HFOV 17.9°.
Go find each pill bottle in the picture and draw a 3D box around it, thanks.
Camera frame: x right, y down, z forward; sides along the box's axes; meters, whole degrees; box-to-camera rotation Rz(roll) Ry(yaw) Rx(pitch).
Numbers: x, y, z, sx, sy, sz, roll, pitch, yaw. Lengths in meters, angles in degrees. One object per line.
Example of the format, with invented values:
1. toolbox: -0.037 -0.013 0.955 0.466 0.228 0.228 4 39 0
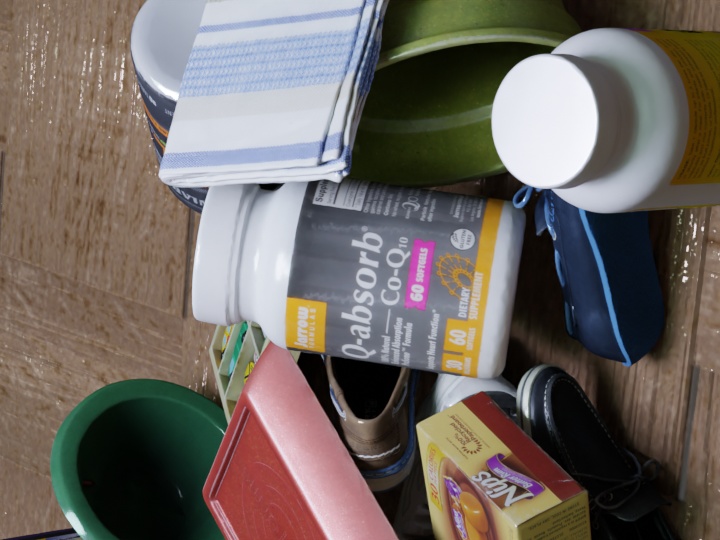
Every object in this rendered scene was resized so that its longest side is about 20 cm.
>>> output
1. pill bottle: 0.000 0.000 1.451 0.200 0.116 0.117 8 103 5
2. pill bottle: 0.164 -0.086 1.304 0.104 0.200 0.104 4 96 41
3. pill bottle: -0.087 -0.102 1.516 0.106 0.106 0.200 57 169 26

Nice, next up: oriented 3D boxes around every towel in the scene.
1. towel: -0.042 -0.141 1.372 0.147 0.024 0.200 -2 64 38

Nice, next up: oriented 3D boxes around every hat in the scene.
1. hat: -0.177 0.191 1.749 0.166 0.200 0.176 41 135 3

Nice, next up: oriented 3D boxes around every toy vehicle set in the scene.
1. toy vehicle set: -0.060 0.009 1.642 0.124 0.026 0.200 -113 38 -58

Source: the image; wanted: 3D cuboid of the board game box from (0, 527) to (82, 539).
1. board game box: -0.182 0.241 1.735 0.200 0.165 0.057 7 99 47

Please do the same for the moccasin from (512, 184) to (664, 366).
1. moccasin: 0.132 -0.032 1.406 0.068 0.080 0.200 12 119 42

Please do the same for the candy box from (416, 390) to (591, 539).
1. candy box: 0.097 0.188 1.443 0.117 0.056 0.200 45 151 45

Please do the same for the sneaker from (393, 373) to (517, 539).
1. sneaker: 0.062 0.138 1.546 0.081 0.075 0.200 -110 31 -53

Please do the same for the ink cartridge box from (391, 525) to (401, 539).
1. ink cartridge box: -0.021 0.173 1.565 0.200 0.037 0.095 52 150 29

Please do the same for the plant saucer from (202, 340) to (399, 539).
1. plant saucer: -0.043 0.175 1.533 0.200 0.037 0.200 59 153 22

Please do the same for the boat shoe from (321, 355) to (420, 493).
1. boat shoe: 0.009 0.050 1.532 0.072 0.072 0.200 88 176 -46

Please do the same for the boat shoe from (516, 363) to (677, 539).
1. boat shoe: 0.160 0.147 1.432 0.062 0.075 0.200 -32 78 42

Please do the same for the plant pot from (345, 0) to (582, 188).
1. plant pot: 0.043 -0.177 1.455 0.200 0.200 0.184 -34 59 43
